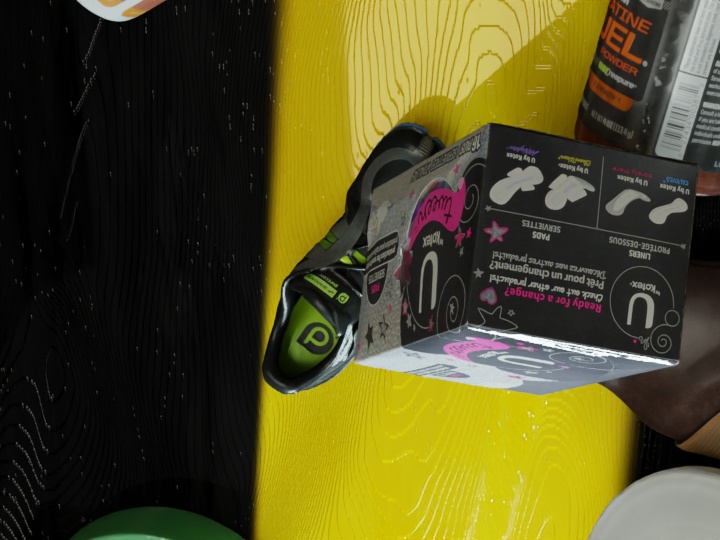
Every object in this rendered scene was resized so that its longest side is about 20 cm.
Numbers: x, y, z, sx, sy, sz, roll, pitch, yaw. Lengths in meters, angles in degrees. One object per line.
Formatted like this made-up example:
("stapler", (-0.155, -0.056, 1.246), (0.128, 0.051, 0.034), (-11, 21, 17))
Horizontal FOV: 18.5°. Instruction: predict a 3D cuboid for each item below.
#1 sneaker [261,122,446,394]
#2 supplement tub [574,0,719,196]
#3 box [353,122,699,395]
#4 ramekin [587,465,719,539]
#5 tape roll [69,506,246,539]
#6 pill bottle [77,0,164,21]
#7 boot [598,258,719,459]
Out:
("sneaker", (0.000, 0.000, 1.379), (0.071, 0.083, 0.200), (34, 112, 4))
("supplement tub", (0.195, -0.152, 1.259), (0.106, 0.107, 0.202), (18, 112, 9))
("box", (0.087, 0.001, 1.247), (0.131, 0.200, 0.116), (10, 78, -16))
("ramekin", (0.233, 0.216, 1.342), (0.201, 0.094, 0.204), (7, 99, 46))
("tape roll", (-0.138, 0.265, 1.529), (0.199, 0.048, 0.202), (5, 109, 14))
("pill bottle", (-0.091, -0.239, 1.309), (0.199, 0.112, 0.113), (-26, 100, 22))
("boot", (0.215, 0.016, 1.328), (0.166, 0.072, 0.201), (29, 117, 3))
